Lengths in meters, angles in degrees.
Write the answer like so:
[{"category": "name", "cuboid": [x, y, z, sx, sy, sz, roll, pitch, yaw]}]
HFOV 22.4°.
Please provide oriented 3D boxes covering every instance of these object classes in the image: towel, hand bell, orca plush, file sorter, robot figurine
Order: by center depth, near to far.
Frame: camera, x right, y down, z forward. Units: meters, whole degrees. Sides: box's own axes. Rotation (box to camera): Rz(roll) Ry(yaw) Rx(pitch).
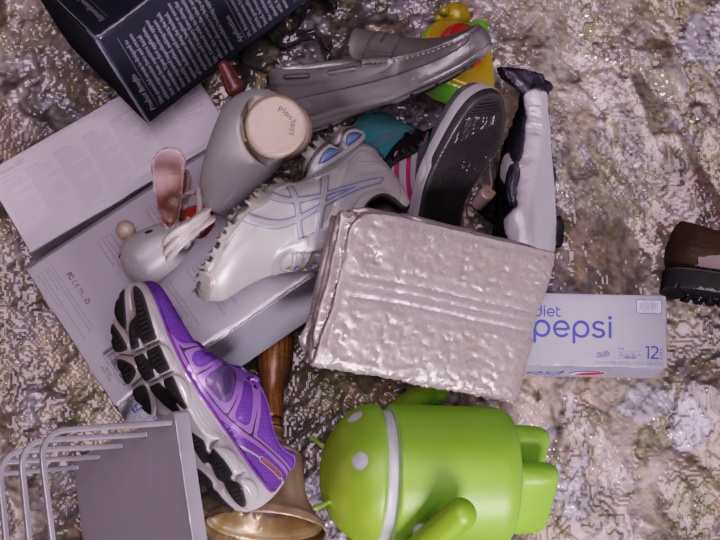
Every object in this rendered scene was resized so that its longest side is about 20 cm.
[{"category": "file sorter", "cuboid": [-0.219, 0.200, 1.407, 0.124, 0.200, 0.140, -1, 75, -32]}, {"category": "towel", "cuboid": [0.054, 0.028, 1.451, 0.199, 0.034, 0.134, 13, 96, -24]}, {"category": "robot figurine", "cuboid": [0.057, 0.168, 1.478, 0.198, 0.116, 0.176, 3, 40, -9]}, {"category": "hand bell", "cuboid": [-0.073, 0.122, 1.519, 0.103, 0.104, 0.201, 4, 64, -1]}, {"category": "orca plush", "cuboid": [0.123, -0.076, 1.567, 0.071, 0.105, 0.202, -9, 79, 28]}]

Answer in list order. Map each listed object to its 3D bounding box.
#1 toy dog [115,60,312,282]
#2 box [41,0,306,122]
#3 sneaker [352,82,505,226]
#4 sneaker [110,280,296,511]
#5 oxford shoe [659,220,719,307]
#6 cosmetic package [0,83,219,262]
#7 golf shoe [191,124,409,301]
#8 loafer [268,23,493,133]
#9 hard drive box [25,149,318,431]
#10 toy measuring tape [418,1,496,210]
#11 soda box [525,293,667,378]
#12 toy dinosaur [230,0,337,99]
[{"category": "toy dog", "cuboid": [-0.126, -0.089, 1.458, 0.096, 0.132, 0.200, 47, 67, 1]}, {"category": "box", "cuboid": [-0.158, -0.250, 1.543, 0.200, 0.107, 0.148, -38, 47, -9]}, {"category": "sneaker", "cuboid": [0.046, -0.103, 1.524, 0.083, 0.201, 0.121, -16, 53, -36]}, {"category": "sneaker", "cuboid": [-0.122, 0.091, 1.425, 0.083, 0.080, 0.201, -38, 101, -35]}, {"category": "oxford shoe", "cuboid": [0.360, -0.008, 1.559, 0.198, 0.073, 0.085, 9, 75, 0]}, {"category": "cosmetic package", "cuboid": [-0.214, -0.094, 1.567, 0.199, 0.051, 0.083, -31, 82, -9]}, {"category": "golf shoe", "cuboid": [-0.043, -0.029, 1.441, 0.097, 0.078, 0.200, 43, 65, 12]}, {"category": "loafer", "cuboid": [0.013, -0.172, 1.528, 0.199, 0.070, 0.070, -18, 97, 17]}, {"category": "hard drive box", "cuboid": [-0.150, 0.014, 1.514, 0.199, 0.077, 0.156, -33, 66, -8]}, {"category": "toy measuring tape", "cuboid": [0.078, -0.148, 1.567, 0.073, 0.074, 0.201, 0, 63, -2]}, {"category": "soda box", "cuboid": [0.155, 0.055, 1.538, 0.198, 0.068, 0.064, 1, 79, -1]}, {"category": "toy dinosaur", "cuboid": [-0.066, -0.217, 1.605, 0.087, 0.047, 0.202, 2, 74, 5]}]
